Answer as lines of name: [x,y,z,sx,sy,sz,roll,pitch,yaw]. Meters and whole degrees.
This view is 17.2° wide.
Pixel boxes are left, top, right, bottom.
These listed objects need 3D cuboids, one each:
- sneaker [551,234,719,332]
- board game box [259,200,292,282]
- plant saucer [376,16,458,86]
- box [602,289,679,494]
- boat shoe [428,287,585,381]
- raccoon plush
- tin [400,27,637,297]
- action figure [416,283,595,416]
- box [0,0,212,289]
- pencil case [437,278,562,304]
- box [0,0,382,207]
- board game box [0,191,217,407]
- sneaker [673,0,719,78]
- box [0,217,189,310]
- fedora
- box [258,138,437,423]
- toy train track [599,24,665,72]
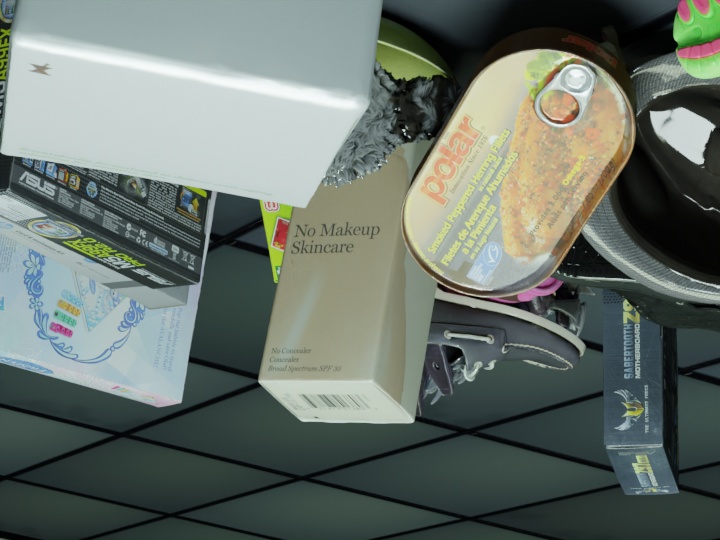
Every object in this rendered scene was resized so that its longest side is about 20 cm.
sneaker: [0.205,0.005,1.721,0.198,0.060,0.104,13,163,15]
board game box: [0.024,-0.047,1.775,0.198,0.102,0.048,-1,-157,25]
plant saucer: [-0.027,-0.140,1.627,0.198,0.031,0.200,7,163,2]
box: [0.223,0.064,1.885,0.051,0.202,0.158,-2,162,13]
boat shoe: [0.078,0.055,1.846,0.199,0.063,0.073,17,165,-14]
raccoon plush: [-0.025,-0.092,1.589,0.199,0.098,0.134,19,168,-33]
tin: [0.100,-0.068,1.520,0.111,0.042,0.201,24,127,-10]
action figure: [0.115,0.042,1.965,0.199,0.070,0.130,-32,-168,-35]
box: [-0.176,-0.093,1.621,0.044,0.162,0.200,-7,158,35]
pencil case: [0.078,-0.017,1.881,0.093,0.091,0.199,36,153,-26]
box: [-0.096,-0.156,1.363,0.197,0.173,0.200,10,162,-8]
board game box: [-0.212,-0.018,1.804,0.198,0.202,0.043,18,162,-30]
sneaker: [0.278,-0.158,1.400,0.083,0.077,0.199,0,176,-44]
box: [-0.187,-0.077,1.684,0.041,0.157,0.200,-8,157,34]
fedora: [0.237,-0.072,1.578,0.198,0.178,0.090,18,-155,-2]
box: [0.000,0.000,1.664,0.094,0.202,0.078,-3,154,25]
toy train track: [0.144,-0.126,1.594,0.114,0.033,0.200,-18,171,-5]
